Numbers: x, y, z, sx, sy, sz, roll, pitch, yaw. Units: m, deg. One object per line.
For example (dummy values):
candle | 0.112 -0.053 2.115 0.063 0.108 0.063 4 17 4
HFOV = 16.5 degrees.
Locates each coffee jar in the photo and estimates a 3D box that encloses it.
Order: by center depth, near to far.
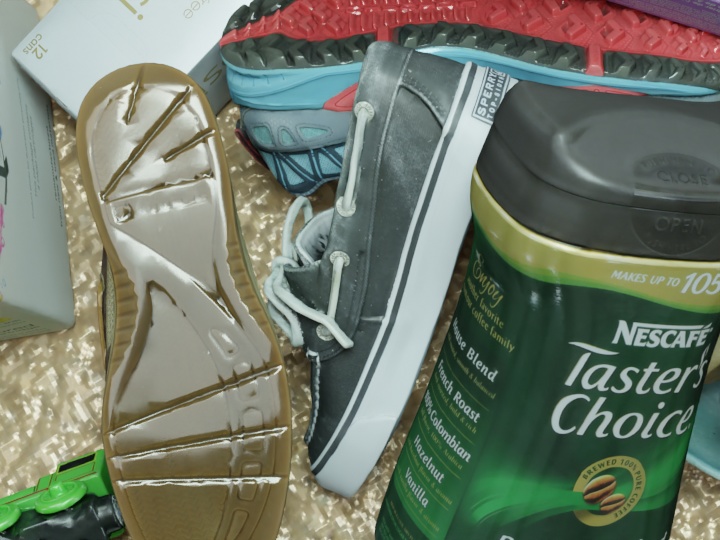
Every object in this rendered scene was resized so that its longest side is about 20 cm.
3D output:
coffee jar | 0.077 0.031 0.883 0.104 0.085 0.200 3 117 -21

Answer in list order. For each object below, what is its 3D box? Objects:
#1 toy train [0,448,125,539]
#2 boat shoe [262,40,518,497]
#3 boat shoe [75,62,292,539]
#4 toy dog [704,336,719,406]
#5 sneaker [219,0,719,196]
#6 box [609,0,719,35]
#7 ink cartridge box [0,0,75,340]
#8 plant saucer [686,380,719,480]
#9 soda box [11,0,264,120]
toy train | -0.123 0.100 1.003 0.200 0.056 0.042 -20 108 5
boat shoe | -0.001 0.001 0.945 0.068 0.074 0.199 19 132 1
boat shoe | -0.067 0.022 0.951 0.072 0.072 0.200 -11 90 0
toy dog | 0.204 0.016 0.902 0.132 0.096 0.200 40 91 11
sneaker | 0.049 -0.067 0.974 0.200 0.096 0.079 2 41 10
box | 0.089 -0.174 0.919 0.200 0.039 0.137 16 78 -10
ink cartridge box | -0.214 -0.045 0.963 0.147 0.200 0.145 -9 82 9
plant saucer | 0.185 -0.007 0.975 0.200 0.036 0.200 -1 82 9
soda box | -0.046 -0.134 1.013 0.064 0.068 0.200 43 91 12
